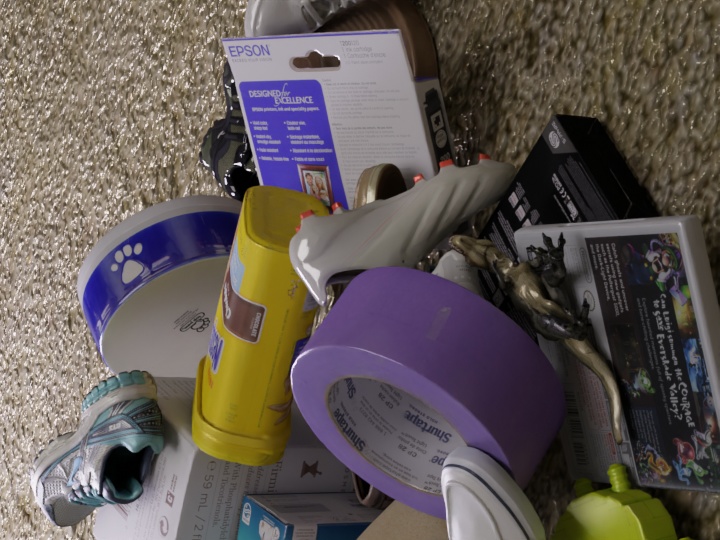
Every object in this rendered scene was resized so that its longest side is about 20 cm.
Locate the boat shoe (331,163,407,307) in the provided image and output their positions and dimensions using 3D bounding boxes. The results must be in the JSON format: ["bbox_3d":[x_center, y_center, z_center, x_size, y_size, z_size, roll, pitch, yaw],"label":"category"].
[{"bbox_3d":[0.000,0.000,1.642,0.065,0.072,0.202,16,122,25],"label":"boat shoe"}]

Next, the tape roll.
[{"bbox_3d":[0.051,0.097,1.466,0.200,0.200,0.085,-22,27,55],"label":"tape roll"}]

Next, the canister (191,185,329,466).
[{"bbox_3d":[-0.084,0.044,1.665,0.149,0.086,0.201,-97,20,-65],"label":"canister"}]

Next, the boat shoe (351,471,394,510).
[{"bbox_3d":[0.010,0.118,1.724,0.072,0.059,0.202,-39,56,50],"label":"boat shoe"}]

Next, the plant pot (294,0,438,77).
[{"bbox_3d":[-0.021,-0.160,1.766,0.200,0.092,0.203,-10,78,57],"label":"plant pot"}]

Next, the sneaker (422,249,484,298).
[{"bbox_3d":[0.058,0.044,1.574,0.200,0.074,0.087,132,142,-58],"label":"sneaker"}]

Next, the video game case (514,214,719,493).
[{"bbox_3d":[0.198,0.062,1.408,0.181,0.023,0.202,-2,104,55],"label":"video game case"}]

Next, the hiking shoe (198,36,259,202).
[{"bbox_3d":[-0.095,-0.148,1.912,0.101,0.075,0.201,56,142,32],"label":"hiking shoe"}]

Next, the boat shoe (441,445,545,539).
[{"bbox_3d":[0.100,0.226,1.421,0.073,0.067,0.201,4,127,46],"label":"boat shoe"}]

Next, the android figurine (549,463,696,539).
[{"bbox_3d":[0.200,0.245,1.422,0.182,0.041,0.202,-39,62,55],"label":"android figurine"}]

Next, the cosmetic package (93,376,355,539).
[{"bbox_3d":[-0.115,0.205,1.785,0.166,0.199,0.169,34,116,54],"label":"cosmetic package"}]

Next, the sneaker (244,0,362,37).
[{"bbox_3d":[-0.015,-0.258,1.709,0.200,0.075,0.088,-44,52,-8],"label":"sneaker"}]

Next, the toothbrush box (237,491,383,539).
[{"bbox_3d":[-0.038,0.304,1.708,0.085,0.145,0.202,23,108,56],"label":"toothbrush box"}]

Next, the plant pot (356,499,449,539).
[{"bbox_3d":[0.046,0.278,1.576,0.187,0.186,0.201,36,102,52],"label":"plant pot"}]

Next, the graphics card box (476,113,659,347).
[{"bbox_3d":[0.150,-0.009,1.525,0.201,0.050,0.126,-62,40,36],"label":"graphics card box"}]

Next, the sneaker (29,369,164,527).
[{"bbox_3d":[-0.235,0.180,1.723,0.200,0.077,0.087,-56,47,39],"label":"sneaker"}]

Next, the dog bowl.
[{"bbox_3d":[-0.173,0.022,1.890,0.201,0.199,0.079,-57,45,38],"label":"dog bowl"}]

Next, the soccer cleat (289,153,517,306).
[{"bbox_3d":[0.040,-0.031,1.547,0.069,0.198,0.078,102,147,-72],"label":"soccer cleat"}]

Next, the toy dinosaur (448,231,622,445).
[{"bbox_3d":[0.142,0.029,1.410,0.200,0.047,0.088,52,159,21],"label":"toy dinosaur"}]

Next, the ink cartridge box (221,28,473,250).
[{"bbox_3d":[-0.012,-0.117,1.664,0.197,0.043,0.202,3,118,36],"label":"ink cartridge box"}]
